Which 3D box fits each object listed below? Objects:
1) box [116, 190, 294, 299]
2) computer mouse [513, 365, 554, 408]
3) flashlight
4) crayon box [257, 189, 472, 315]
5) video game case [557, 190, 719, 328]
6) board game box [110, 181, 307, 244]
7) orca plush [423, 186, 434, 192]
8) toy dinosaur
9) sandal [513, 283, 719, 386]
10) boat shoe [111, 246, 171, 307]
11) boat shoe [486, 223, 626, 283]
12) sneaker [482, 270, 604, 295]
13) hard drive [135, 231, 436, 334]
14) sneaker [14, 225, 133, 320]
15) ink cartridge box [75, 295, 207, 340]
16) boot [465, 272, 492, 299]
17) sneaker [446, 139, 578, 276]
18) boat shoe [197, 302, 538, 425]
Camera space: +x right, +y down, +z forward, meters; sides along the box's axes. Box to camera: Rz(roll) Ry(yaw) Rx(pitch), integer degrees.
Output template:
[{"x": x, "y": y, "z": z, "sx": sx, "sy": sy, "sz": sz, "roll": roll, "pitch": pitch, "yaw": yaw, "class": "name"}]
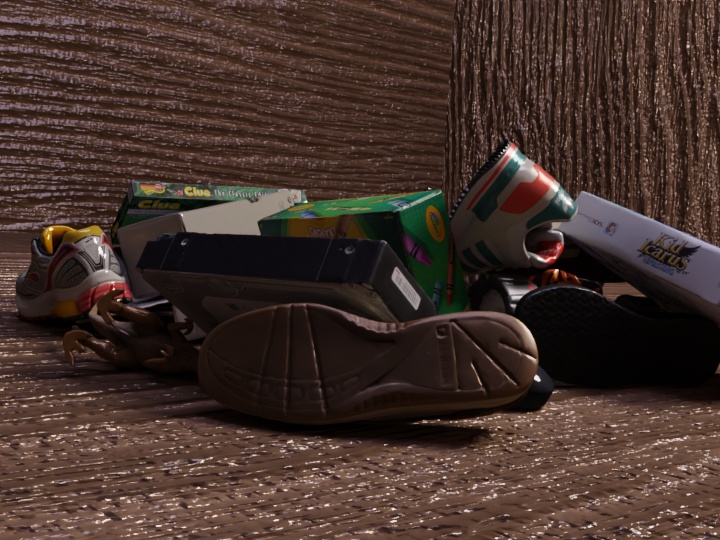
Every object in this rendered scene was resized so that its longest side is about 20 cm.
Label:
[{"x": -0.139, "y": -0.029, "z": 0.907, "sx": 0.081, "sy": 0.069, "sz": 0.200, "roll": -12, "pitch": 5, "yaw": 25, "class": "box"}, {"x": 0.063, "y": 0.068, "z": 0.696, "sx": 0.058, "sy": 0.034, "sz": 0.199, "roll": 0, "pitch": 5, "yaw": -39, "class": "computer mouse"}, {"x": 0.186, "y": 0.042, "z": 0.811, "sx": 0.198, "sy": 0.068, "sz": 0.068, "roll": 3, "pitch": 40, "yaw": -31, "class": "flashlight"}, {"x": 0.000, "y": 0.000, "z": 0.813, "sx": 0.058, "sy": 0.120, "sz": 0.199, "roll": -25, "pitch": 16, "yaw": -36, "class": "crayon box"}, {"x": 0.293, "y": 0.016, "z": 0.795, "sx": 0.199, "sy": 0.046, "sz": 0.181, "roll": 30, "pitch": 2, "yaw": -36, "class": "video game case"}, {"x": -0.169, "y": -0.060, "z": 1.039, "sx": 0.198, "sy": 0.024, "sz": 0.105, "roll": 1, "pitch": -26, "yaw": -30, "class": "board game box"}, {"x": 0.084, "y": -0.053, "z": 0.997, "sx": 0.104, "sy": 0.072, "sz": 0.199, "roll": 14, "pitch": 11, "yaw": 30, "class": "orca plush"}, {"x": -0.167, "y": 0.050, "z": 0.676, "sx": 0.199, "sy": 0.061, "sz": 0.106, "roll": 16, "pitch": -10, "yaw": 33, "class": "toy dinosaur"}, {"x": 0.202, "y": 0.056, "z": 0.751, "sx": 0.199, "sy": 0.076, "sz": 0.048, "roll": 12, "pitch": 7, "yaw": -23, "class": "sandal"}, {"x": -0.229, "y": 0.014, "z": 1.039, "sx": 0.198, "sy": 0.072, "sz": 0.068, "roll": -9, "pitch": -36, "yaw": -7, "class": "boat shoe"}, {"x": 0.207, "y": -0.039, "z": 0.901, "sx": 0.200, "sy": 0.075, "sz": 0.075, "roll": 4, "pitch": 44, "yaw": -15, "class": "boat shoe"}, {"x": 0.191, "y": -0.015, "z": 0.967, "sx": 0.111, "sy": 0.078, "sz": 0.200, "roll": -16, "pitch": -49, "yaw": 36, "class": "sneaker"}, {"x": -0.043, "y": 0.027, "z": 0.647, "sx": 0.198, "sy": 0.038, "sz": 0.140, "roll": 5, "pitch": -30, "yaw": 33, "class": "hard drive"}, {"x": -0.271, "y": -0.001, "z": 0.862, "sx": 0.077, "sy": 0.083, "sz": 0.199, "roll": -17, "pitch": 6, "yaw": -38, "class": "sneaker"}, {"x": -0.167, "y": 0.036, "z": 0.898, "sx": 0.172, "sy": 0.044, "sz": 0.200, "roll": -14, "pitch": 6, "yaw": -5, "class": "ink cartridge box"}, {"x": 0.098, "y": 0.039, "z": 0.872, "sx": 0.073, "sy": 0.076, "sz": 0.200, "roll": 9, "pitch": 8, "yaw": 13, "class": "boot"}, {"x": 0.116, "y": -0.020, "z": 0.788, "sx": 0.093, "sy": 0.070, "sz": 0.200, "roll": 35, "pitch": -33, "yaw": 7, "class": "sneaker"}, {"x": 0.004, "y": 0.064, "z": 0.557, "sx": 0.198, "sy": 0.073, "sz": 0.072, "roll": -4, "pitch": -27, "yaw": 4, "class": "boat shoe"}]
